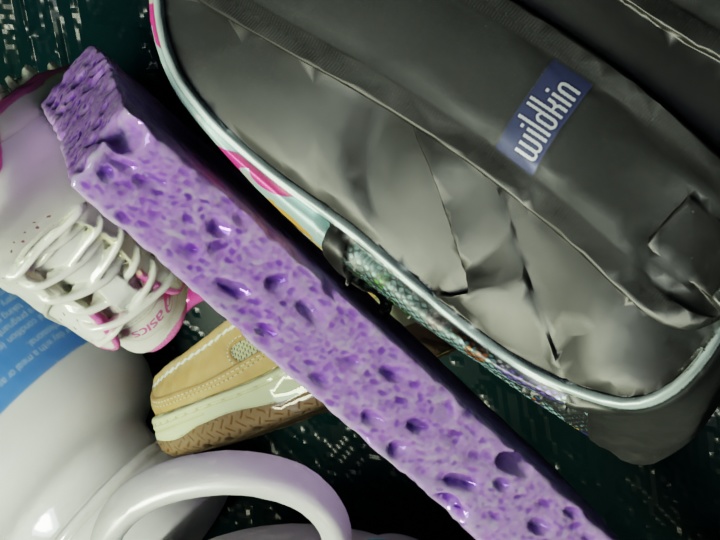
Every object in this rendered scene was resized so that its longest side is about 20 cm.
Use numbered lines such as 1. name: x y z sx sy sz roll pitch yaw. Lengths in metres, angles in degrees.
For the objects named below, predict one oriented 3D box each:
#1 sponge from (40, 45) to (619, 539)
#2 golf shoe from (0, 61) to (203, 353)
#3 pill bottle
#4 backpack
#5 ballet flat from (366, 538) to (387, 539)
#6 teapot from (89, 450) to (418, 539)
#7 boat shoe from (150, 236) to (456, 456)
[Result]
1. sponge: -0.010 0.017 0.770 0.200 0.112 0.030 42 92 -19
2. golf shoe: -0.091 -0.016 0.862 0.075 0.200 0.092 -39 86 9
3. pill bottle: -0.148 0.044 0.976 0.200 0.112 0.112 41 131 10
4. backpack: 0.048 -0.065 0.731 0.200 0.151 0.178 34 86 11
5. ballet flat: 0.075 0.127 0.832 0.069 0.199 0.071 -123 45 -57
6. teapot: 0.003 0.158 0.897 0.146 0.200 0.198 -36 74 23
7. boat shoe: 0.000 0.000 0.887 0.200 0.072 0.076 -27 85 31
